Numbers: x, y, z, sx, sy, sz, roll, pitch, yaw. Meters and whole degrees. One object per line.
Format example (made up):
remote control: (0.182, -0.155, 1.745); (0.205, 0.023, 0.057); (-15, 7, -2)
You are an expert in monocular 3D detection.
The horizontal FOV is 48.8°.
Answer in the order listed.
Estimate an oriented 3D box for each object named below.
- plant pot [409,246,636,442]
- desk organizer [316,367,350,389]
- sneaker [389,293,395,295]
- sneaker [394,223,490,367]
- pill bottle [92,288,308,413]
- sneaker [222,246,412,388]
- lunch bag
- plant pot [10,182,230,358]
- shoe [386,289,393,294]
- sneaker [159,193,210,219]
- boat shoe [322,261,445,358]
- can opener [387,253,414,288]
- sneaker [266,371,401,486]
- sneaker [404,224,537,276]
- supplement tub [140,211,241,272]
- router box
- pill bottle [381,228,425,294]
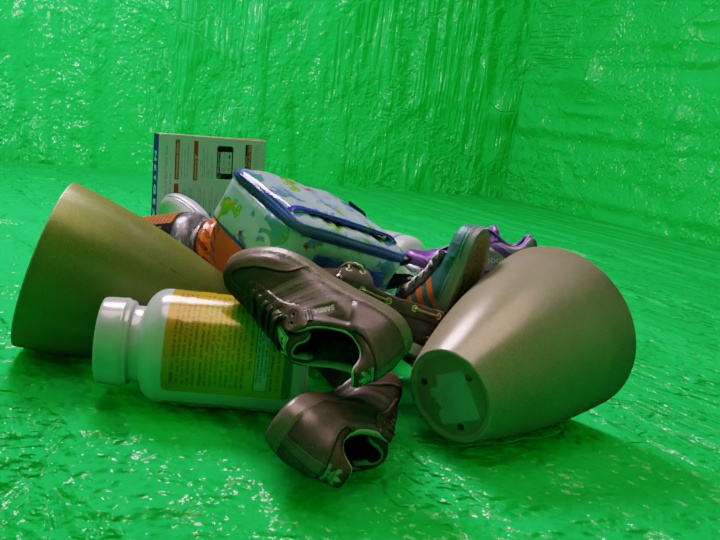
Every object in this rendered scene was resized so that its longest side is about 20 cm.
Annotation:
plant pot: (0.147, 0.090, 0.799); (0.187, 0.188, 0.200); (16, 25, 38)
desk organizer: (-0.042, 0.049, 0.946); (0.077, 0.072, 0.200); (2, 32, -42)
sneaker: (0.045, 0.069, 1.052); (0.082, 0.074, 0.200); (12, 13, 14)
sneaker: (0.078, 0.025, 0.897); (0.080, 0.200, 0.071); (35, 33, 22)
pill bottle: (-0.151, 0.077, 0.777); (0.200, 0.113, 0.113); (6, 11, -6)
sneaker: (-0.055, 0.037, 0.690); (0.200, 0.071, 0.076); (20, 38, 28)
lunch bag: (-0.053, -0.040, 0.917); (0.200, 0.083, 0.161); (15, 20, -46)
plant pot: (-0.249, 0.026, 0.879); (0.200, 0.187, 0.187); (20, 9, -12)
shoe: (-0.022, 0.046, 1.187); (0.200, 0.053, 0.070); (-16, 39, -38)
sneaker: (-0.260, -0.040, 1.215); (0.071, 0.073, 0.200); (-12, 56, -50)
boat shoe: (-0.003, 0.028, 0.821); (0.200, 0.060, 0.072); (28, -8, -14)
can opener: (0.000, 0.000, 1.078); (0.079, 0.063, 0.200); (-29, 11, -35)
sneaker: (-0.004, 0.140, 0.691); (0.076, 0.070, 0.200); (41, 21, 20)
sneaker: (0.161, -0.022, 1.114); (0.200, 0.089, 0.080); (5, 11, 6)
supplement tub: (-0.261, -0.010, 1.020); (0.200, 0.123, 0.123); (-4, 8, 17)
router box: (-0.254, -0.124, 1.324); (0.179, 0.200, 0.049); (1, 9, -25)
pill bottle: (0.039, -0.015, 1.372); (0.200, 0.111, 0.111); (18, 15, 41)
